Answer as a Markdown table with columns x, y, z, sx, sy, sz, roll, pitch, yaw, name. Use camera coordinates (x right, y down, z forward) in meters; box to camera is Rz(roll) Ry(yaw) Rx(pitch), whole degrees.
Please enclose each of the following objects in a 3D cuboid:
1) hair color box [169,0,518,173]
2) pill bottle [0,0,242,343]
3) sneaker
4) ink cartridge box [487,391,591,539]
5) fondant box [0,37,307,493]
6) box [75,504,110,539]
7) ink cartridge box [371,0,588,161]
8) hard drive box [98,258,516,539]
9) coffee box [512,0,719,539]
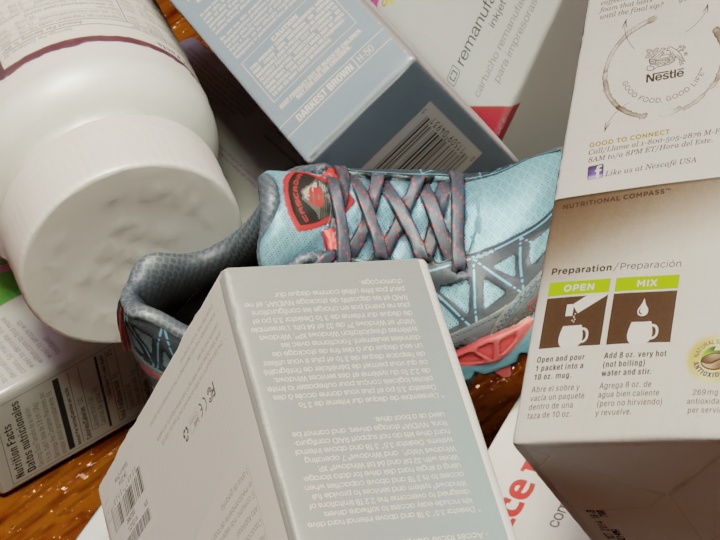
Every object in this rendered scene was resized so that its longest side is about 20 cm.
| x | y | z | sx | sy | sz | roll | pitch | yaw | name |
| --- | --- | --- | --- | --- | --- | --- | --- | --- | --- |
| -0.029 | -0.104 | 0.932 | 0.061 | 0.099 | 0.200 | -43 | 54 | 6 | hair color box |
| -0.123 | -0.068 | 0.931 | 0.109 | 0.110 | 0.200 | -18 | 45 | -12 | pill bottle |
| 0.000 | 0.000 | 0.830 | 0.200 | 0.096 | 0.079 | -25 | 40 | 13 | sneaker |
| 0.131 | 0.123 | 0.809 | 0.200 | 0.084 | 0.145 | 16 | 48 | 23 | ink cartridge box |
| -0.113 | -0.009 | 0.989 | 0.200 | 0.058 | 0.144 | -29 | 49 | -23 | fondant box |
| -0.049 | 0.098 | 0.879 | 0.082 | 0.049 | 0.200 | 16 | 48 | 22 | box |
| 0.033 | -0.116 | 1.010 | 0.083 | 0.146 | 0.200 | 1 | 32 | -42 | ink cartridge box |
| -0.012 | 0.121 | 0.730 | 0.077 | 0.156 | 0.200 | -3 | 60 | -25 | hard drive box |
| 0.121 | -0.005 | 0.757 | 0.080 | 0.114 | 0.200 | -4 | 57 | 27 | coffee box |
